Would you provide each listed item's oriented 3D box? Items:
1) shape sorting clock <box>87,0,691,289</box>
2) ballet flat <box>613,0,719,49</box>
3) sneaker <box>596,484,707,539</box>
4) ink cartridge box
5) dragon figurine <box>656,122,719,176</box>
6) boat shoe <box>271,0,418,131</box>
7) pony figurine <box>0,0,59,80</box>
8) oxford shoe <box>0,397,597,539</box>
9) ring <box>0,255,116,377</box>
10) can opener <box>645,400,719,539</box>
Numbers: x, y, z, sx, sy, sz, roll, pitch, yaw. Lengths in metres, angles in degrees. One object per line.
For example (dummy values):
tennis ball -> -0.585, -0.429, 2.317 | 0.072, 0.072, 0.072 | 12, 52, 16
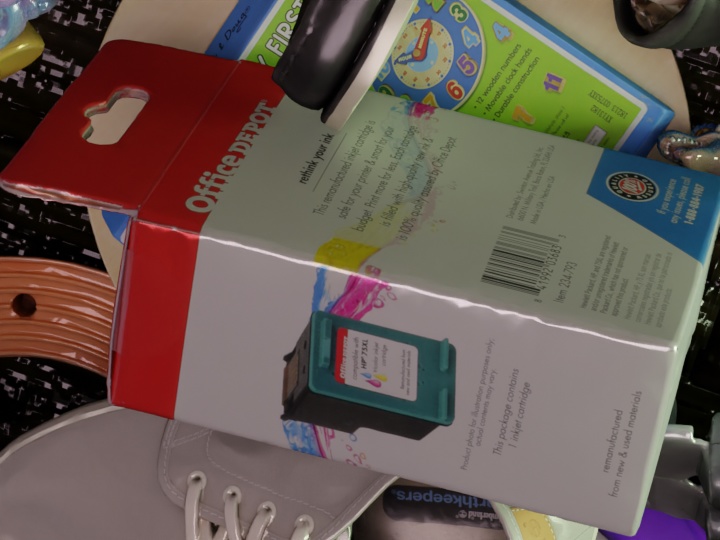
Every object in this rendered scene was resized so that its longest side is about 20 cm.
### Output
shape sorting clock -> 0.008, -0.037, 0.957 | 0.200, 0.039, 0.200 | 1, 107, 3
ballet flat -> 0.094, -0.151, 0.868 | 0.068, 0.068, 0.200 | -23, 122, -21
sneaker -> 0.168, 0.091, 0.957 | 0.200, 0.070, 0.100 | 26, 94, 5
ink cartridge box -> 0.000, 0.000, 0.876 | 0.200, 0.116, 0.067 | 14, 119, 8
dragon figurine -> 0.190, -0.005, 0.926 | 0.200, 0.099, 0.059 | 25, 107, -19
boat shoe -> 0.009, -0.140, 0.880 | 0.063, 0.074, 0.202 | 21, 79, -10
pony figurine -> -0.128, -0.164, 0.891 | 0.193, 0.167, 0.200 | -27, 81, -11
oxford shoe -> -0.028, 0.077, 0.894 | 0.200, 0.058, 0.075 | 0, 114, 15
ring -> -0.113, 0.090, 1.023 | 0.200, 0.019, 0.201 | 2, 105, 8
can opener -> 0.125, 0.052, 0.915 | 0.200, 0.067, 0.053 | 3, 147, 7
